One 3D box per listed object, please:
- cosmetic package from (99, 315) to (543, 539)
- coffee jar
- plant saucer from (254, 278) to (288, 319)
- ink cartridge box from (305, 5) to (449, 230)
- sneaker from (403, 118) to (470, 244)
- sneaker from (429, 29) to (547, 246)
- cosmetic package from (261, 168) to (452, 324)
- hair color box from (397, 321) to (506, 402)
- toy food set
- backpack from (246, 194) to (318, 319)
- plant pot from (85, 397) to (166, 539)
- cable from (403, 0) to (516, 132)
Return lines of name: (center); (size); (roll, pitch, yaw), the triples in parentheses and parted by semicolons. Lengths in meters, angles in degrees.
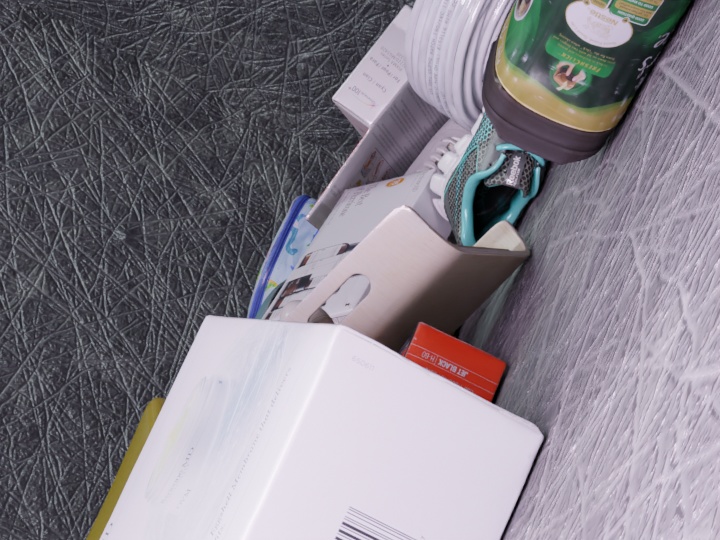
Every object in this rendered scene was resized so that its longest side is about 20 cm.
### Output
cosmetic package: (-0.040, 0.136, 1.017); (0.200, 0.123, 0.200); (-65, 19, -10)
coffee jar: (0.139, -0.158, 1.163); (0.105, 0.085, 0.200); (-72, 8, -47)
plant saucer: (-0.045, 0.105, 1.656); (0.200, 0.027, 0.201); (-10, -90, -66)
ink cartridge box: (0.013, -0.106, 1.647); (0.176, 0.045, 0.200); (-53, -13, -1)
sneaker: (0.062, -0.060, 1.658); (0.200, 0.076, 0.081); (-56, -12, -18)
sneaker: (0.113, -0.093, 1.455); (0.091, 0.077, 0.201); (-95, 23, -55)
cosmetic package: (0.000, 0.000, 1.491); (0.051, 0.082, 0.200); (67, -152, -24)
hair color box: (0.012, 0.141, 1.199); (0.102, 0.061, 0.201); (122, 172, -67)
toy food set: (0.018, 0.018, 1.287); (0.144, 0.060, 0.200); (-46, -15, 15)
backpack: (-0.017, 0.020, 1.832); (0.200, 0.146, 0.184); (108, -175, -61)
plant pot: (-0.130, 0.252, 1.765); (0.196, 0.194, 0.200); (-64, 9, 6)
cable: (0.110, -0.200, 1.530); (0.200, 0.069, 0.201); (4, -64, -63)
